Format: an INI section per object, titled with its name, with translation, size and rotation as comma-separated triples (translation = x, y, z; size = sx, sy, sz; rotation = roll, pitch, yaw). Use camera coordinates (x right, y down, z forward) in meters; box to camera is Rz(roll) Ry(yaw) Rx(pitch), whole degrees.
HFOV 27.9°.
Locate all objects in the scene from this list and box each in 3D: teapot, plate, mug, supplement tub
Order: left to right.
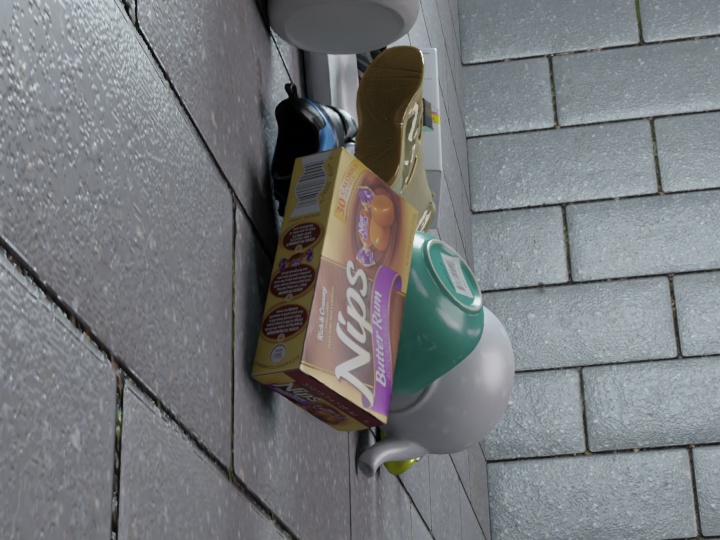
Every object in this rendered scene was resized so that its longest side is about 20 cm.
[plate]
translation = -0.030, -0.193, 1.548
size = 0.200, 0.032, 0.202
rotation = 4, 81, -81
[supplement tub]
translation = -0.019, -0.313, 1.327
size = 0.140, 0.139, 0.202
rotation = 59, 27, -71
[mug]
translation = 0.045, 0.023, 1.489
size = 0.185, 0.114, 0.152
rotation = 48, 26, -13
[teapot]
translation = 0.069, 0.106, 1.636
size = 0.146, 0.197, 0.201
rotation = 21, 36, -45

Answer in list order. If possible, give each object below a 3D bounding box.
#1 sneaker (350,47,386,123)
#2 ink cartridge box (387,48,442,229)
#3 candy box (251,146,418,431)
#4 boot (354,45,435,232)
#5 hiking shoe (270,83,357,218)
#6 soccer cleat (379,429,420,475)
[sneaker]
translation = 0.017, -0.200, 1.678
size = 0.074, 0.087, 0.202
rotation = -27, 112, -81
[ink cartridge box]
translation = 0.064, -0.173, 1.934
size = 0.145, 0.083, 0.201
rotation = 89, 1, -60
[candy box]
translation = -0.018, 0.016, 1.183
size = 0.117, 0.056, 0.201
rotation = 38, 51, -42
[boot]
translation = 0.046, -0.134, 1.622
size = 0.156, 0.072, 0.201
rotation = 65, 28, -54
[hiking shoe]
translation = -0.050, -0.055, 1.264
size = 0.086, 0.074, 0.202
rotation = 20, 64, -55
[soccer cleat]
translation = 0.043, 0.163, 1.793
size = 0.084, 0.064, 0.201
rotation = 43, 37, -31
